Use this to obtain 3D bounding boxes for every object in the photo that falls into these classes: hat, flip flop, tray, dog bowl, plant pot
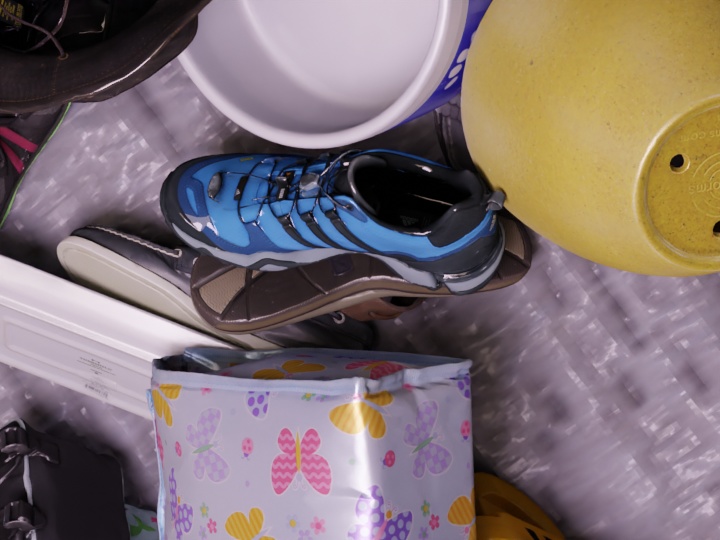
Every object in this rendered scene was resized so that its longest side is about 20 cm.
[{"bbox_3d":[-0.146,-0.143,1.663,0.200,0.201,0.081,-12,140,16],"label":"hat"},{"bbox_3d":[0.000,0.000,1.746,0.199,0.058,0.081,-14,61,-6],"label":"flip flop"},{"bbox_3d":[-0.156,0.051,1.799,0.199,0.022,0.108,21,149,8],"label":"tray"},{"bbox_3d":[-0.016,-0.173,1.677,0.199,0.079,0.201,10,108,31],"label":"dog bowl"},{"bbox_3d":[0.168,-0.076,1.611,0.199,0.142,0.201,-7,117,-13],"label":"plant pot"}]

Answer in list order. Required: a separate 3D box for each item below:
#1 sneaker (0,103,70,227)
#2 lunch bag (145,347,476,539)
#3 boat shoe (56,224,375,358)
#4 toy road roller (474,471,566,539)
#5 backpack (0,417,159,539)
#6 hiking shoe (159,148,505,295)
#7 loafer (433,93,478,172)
[{"bbox_3d":[-0.224,-0.082,1.780,0.076,0.084,0.201,23,109,6],"label":"sneaker"},{"bbox_3d":[-0.034,0.129,1.689,0.199,0.127,0.171,-1,95,40],"label":"lunch bag"},{"bbox_3d":[-0.081,0.014,1.784,0.199,0.066,0.075,25,154,8],"label":"boat shoe"},{"bbox_3d":[0.105,0.206,1.774,0.199,0.146,0.123,27,115,-34],"label":"toy road roller"},{"bbox_3d":[-0.206,0.214,1.805,0.150,0.178,0.200,30,114,-28],"label":"backpack"},{"bbox_3d":[-0.016,-0.044,1.688,0.199,0.075,0.087,6,151,6],"label":"hiking shoe"},{"bbox_3d":[0.077,-0.142,1.700,0.071,0.063,0.201,15,108,9],"label":"loafer"}]
